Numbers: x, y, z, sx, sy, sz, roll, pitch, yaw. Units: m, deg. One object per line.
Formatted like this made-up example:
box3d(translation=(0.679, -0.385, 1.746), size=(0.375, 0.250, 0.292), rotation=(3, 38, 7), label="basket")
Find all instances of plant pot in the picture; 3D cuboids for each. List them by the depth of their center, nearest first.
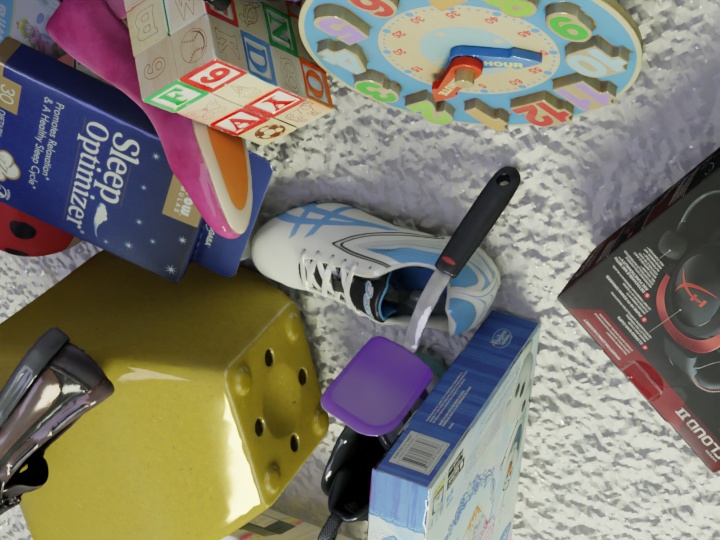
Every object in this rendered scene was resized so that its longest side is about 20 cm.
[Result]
box3d(translation=(-0.140, 0.103, 0.924), size=(0.198, 0.194, 0.198), rotation=(-3, 114, 27), label="plant pot")

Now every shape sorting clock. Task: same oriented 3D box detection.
box3d(translation=(0.061, -0.125, 0.688), size=(0.198, 0.199, 0.040), rotation=(-3, 74, 33), label="shape sorting clock")

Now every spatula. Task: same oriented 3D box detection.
box3d(translation=(0.048, 0.017, 0.779), size=(0.056, 0.021, 0.201), rotation=(30, 85, 28), label="spatula")

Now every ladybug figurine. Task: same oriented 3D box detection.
box3d(translation=(-0.273, -0.080, 0.958), size=(0.135, 0.072, 0.201), rotation=(31, 140, 16), label="ladybug figurine")

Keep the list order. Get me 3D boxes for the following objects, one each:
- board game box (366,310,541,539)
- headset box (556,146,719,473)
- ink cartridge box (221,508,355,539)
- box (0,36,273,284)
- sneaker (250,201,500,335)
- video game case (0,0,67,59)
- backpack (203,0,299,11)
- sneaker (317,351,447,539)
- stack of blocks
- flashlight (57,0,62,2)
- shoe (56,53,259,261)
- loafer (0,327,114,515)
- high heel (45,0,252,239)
box3d(translation=(0.061, 0.161, 0.813), size=(0.043, 0.200, 0.201), rotation=(15, 122, 22), label="board game box")
box3d(translation=(0.226, 0.014, 0.710), size=(0.149, 0.075, 0.200), rotation=(47, 130, 2), label="headset box")
box3d(translation=(-0.082, 0.269, 1.012), size=(0.198, 0.067, 0.119), rotation=(8, 104, 42), label="ink cartridge box")
box3d(translation=(-0.167, -0.066, 0.827), size=(0.198, 0.033, 0.122), rotation=(24, 132, -3), label="box")
box3d(translation=(0.000, 0.000, 0.849), size=(0.198, 0.072, 0.073), rotation=(11, 122, 29), label="sneaker")
box3d(translation=(-0.211, -0.151, 0.934), size=(0.199, 0.018, 0.144), rotation=(35, 129, 12), label="video game case")
box3d(translation=(-0.039, -0.261, 0.671), size=(0.134, 0.182, 0.202), rotation=(-27, 87, 30), label="backpack")
box3d(translation=(0.009, 0.172, 0.890), size=(0.077, 0.140, 0.203), rotation=(12, 121, 26), label="sneaker")
box3d(translation=(-0.089, -0.190, 0.733), size=(0.058, 0.115, 0.203), rotation=(-22, 71, 29), label="stack of blocks")
box3d(translation=(-0.150, -0.186, 0.840), size=(0.198, 0.069, 0.068), rotation=(26, 170, 13), label="flashlight")
box3d(translation=(-0.161, -0.079, 0.884), size=(0.090, 0.072, 0.201), rotation=(-14, 128, 35), label="shoe")
box3d(translation=(-0.236, 0.129, 0.830), size=(0.063, 0.072, 0.201), rotation=(34, 118, -3), label="loafer")
box3d(translation=(-0.137, -0.099, 0.763), size=(0.095, 0.067, 0.202), rotation=(-26, 80, 19), label="high heel")
